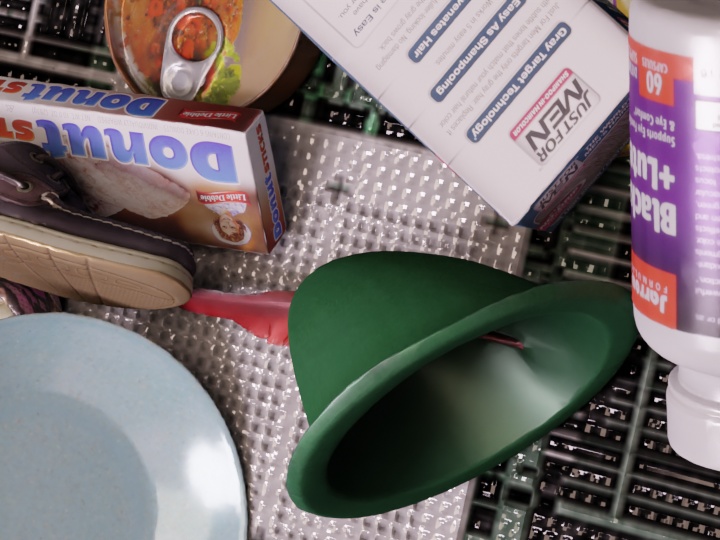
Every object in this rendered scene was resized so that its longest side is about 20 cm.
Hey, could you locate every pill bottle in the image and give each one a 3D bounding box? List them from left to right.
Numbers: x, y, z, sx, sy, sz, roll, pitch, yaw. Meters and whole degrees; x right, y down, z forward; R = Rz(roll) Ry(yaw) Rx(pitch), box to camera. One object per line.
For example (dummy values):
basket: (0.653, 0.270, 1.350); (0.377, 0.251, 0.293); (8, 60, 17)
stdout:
pill bottle: (0.170, -0.021, 1.123); (0.111, 0.111, 0.200); (6, 110, 25)

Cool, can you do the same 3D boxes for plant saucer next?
plant saucer: (-0.153, 0.120, 1.276); (0.039, 0.201, 0.201); (177, 97, -68)

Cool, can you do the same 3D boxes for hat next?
hat: (0.000, 0.000, 1.204); (0.200, 0.166, 0.176); (-32, 64, 6)

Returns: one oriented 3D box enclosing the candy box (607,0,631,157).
candy box: (0.091, -0.149, 1.236); (0.102, 0.026, 0.200); (-9, 83, 21)

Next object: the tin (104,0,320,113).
tin: (-0.055, -0.169, 1.300); (0.112, 0.042, 0.200); (21, 96, 29)

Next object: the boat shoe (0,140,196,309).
boat shoe: (-0.169, -0.032, 1.291); (0.200, 0.072, 0.065); (13, 70, 18)

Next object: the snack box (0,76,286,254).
snack box: (-0.133, -0.056, 1.316); (0.200, 0.024, 0.072); (9, 128, 25)

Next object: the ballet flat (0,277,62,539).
ballet flat: (-0.179, 0.099, 1.321); (0.069, 0.071, 0.200); (-5, 85, 26)

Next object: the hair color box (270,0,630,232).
hair color box: (0.039, -0.119, 1.206); (0.200, 0.061, 0.100); (44, 103, 18)
